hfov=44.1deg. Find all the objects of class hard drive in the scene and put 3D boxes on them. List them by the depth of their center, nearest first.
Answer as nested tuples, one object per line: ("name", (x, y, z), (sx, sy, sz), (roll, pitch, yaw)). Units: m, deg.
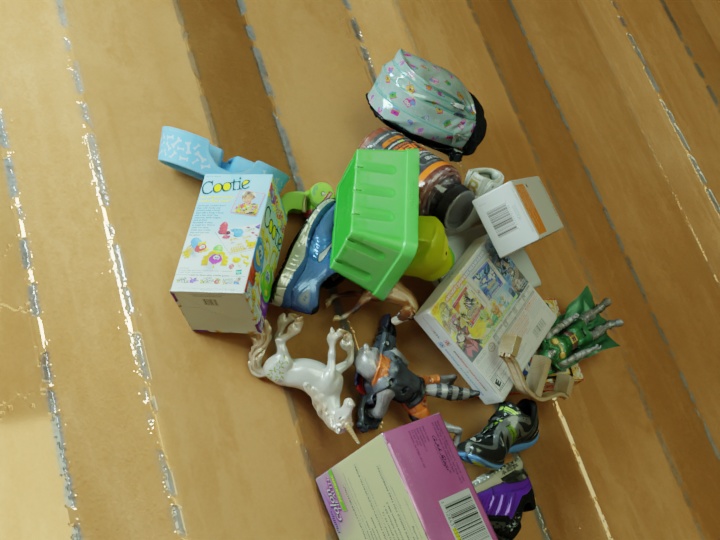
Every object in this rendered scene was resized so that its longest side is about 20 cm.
("hard drive", (0.196, -0.004, 1.438), (0.200, 0.027, 0.132), (-20, 80, -38))

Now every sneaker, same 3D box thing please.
("sneaker", (0.179, 0.346, 1.260), (0.200, 0.070, 0.100), (-18, 78, -35))
("sneaker", (-0.061, -0.017, 1.298), (0.089, 0.079, 0.200), (27, 59, -9))
("sneaker", (0.202, 0.236, 1.308), (0.200, 0.071, 0.083), (-14, 111, -50))
("sneaker", (0.167, -0.110, 1.482), (0.074, 0.116, 0.200), (32, 42, 24))

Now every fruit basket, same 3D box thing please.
("fruit basket", (0.064, -0.058, 1.283), (0.215, 0.156, 0.216), (12, 52, -16))

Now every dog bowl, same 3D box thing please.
("dog bowl", (-0.204, -0.151, 1.309), (0.200, 0.111, 0.050), (21, 86, -18))

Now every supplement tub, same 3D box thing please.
("supplement tub", (0.088, -0.143, 1.425), (0.107, 0.107, 0.200), (-26, 50, -38))

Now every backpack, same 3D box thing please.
("backpack", (0.109, -0.288, 1.521), (0.200, 0.127, 0.167), (16, 25, -34))

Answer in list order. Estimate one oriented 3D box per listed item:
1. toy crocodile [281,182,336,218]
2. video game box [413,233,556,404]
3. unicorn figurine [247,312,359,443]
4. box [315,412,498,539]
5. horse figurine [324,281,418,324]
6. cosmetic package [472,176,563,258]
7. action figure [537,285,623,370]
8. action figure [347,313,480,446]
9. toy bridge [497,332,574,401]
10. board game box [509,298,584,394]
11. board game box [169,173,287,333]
("toy crocodile", (-0.034, -0.094, 1.399), (0.200, 0.067, 0.062), (9, 77, -23))
("video game box", (0.195, 0.072, 1.360), (0.182, 0.047, 0.200), (52, 53, -13))
("unicorn figurine", (-0.063, 0.140, 1.222), (0.200, 0.074, 0.137), (16, 84, 18))
("box", (0.053, 0.304, 1.126), (0.097, 0.200, 0.176), (-12, 69, -35))
("horse figurine", (0.000, 0.000, 1.342), (0.132, 0.050, 0.200), (-16, 61, -8))
("cosmetic package", (0.256, -0.089, 1.420), (0.102, 0.071, 0.200), (64, 24, 3))
("action figure", (0.354, 0.108, 1.457), (0.200, 0.055, 0.118), (-26, 82, -38))
("action figure", (0.070, 0.147, 1.296), (0.193, 0.105, 0.200), (25, 53, -27))
("toy bridge", (0.267, 0.162, 1.348), (0.200, 0.027, 0.067), (35, 67, -43))
("board game box", (0.256, 0.123, 1.450), (0.200, 0.046, 0.152), (0, 62, -30))
("board game box", (-0.176, -0.025, 1.227), (0.105, 0.103, 0.200), (2, 55, 11))
